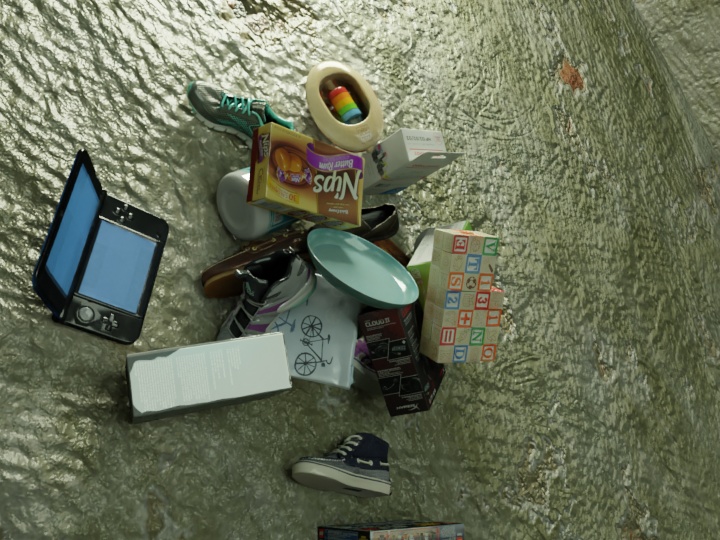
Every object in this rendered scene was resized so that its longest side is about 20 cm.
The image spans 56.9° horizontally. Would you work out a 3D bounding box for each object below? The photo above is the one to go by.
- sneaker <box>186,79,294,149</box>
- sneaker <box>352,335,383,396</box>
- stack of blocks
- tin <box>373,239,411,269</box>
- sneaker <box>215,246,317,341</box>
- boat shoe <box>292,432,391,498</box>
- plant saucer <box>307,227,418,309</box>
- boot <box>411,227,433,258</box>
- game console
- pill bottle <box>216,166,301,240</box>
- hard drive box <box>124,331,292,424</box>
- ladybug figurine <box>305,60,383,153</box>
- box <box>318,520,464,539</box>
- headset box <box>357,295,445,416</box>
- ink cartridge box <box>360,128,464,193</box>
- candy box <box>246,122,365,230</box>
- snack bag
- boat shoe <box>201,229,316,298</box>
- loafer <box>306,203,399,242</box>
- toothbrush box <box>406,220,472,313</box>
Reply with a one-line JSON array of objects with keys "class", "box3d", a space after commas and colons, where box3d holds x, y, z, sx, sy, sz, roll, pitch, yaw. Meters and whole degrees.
[{"class": "sneaker", "box3d": [-0.194, -0.268, 1.122, 0.198, 0.091, 0.079, 27, 58, -31]}, {"class": "sneaker", "box3d": [-0.007, 0.136, 1.158, 0.199, 0.072, 0.116, 33, 52, -40]}, {"class": "stack of blocks", "box3d": [0.168, 0.041, 1.062, 0.113, 0.058, 0.204, 1, 101, -26]}, {"class": "tin", "box3d": [0.048, 0.006, 1.267, 0.200, 0.042, 0.113, 43, 48, -22]}, {"class": "sneaker", "box3d": [-0.161, 0.042, 0.974, 0.077, 0.140, 0.200, 39, 82, 25]}, {"class": "boat shoe", "box3d": [-0.029, 0.306, 1.080, 0.199, 0.074, 0.094, 29, 51, -39]}, {"class": "plant saucer", "box3d": [0.000, 0.000, 1.048, 0.197, 0.028, 0.201, 26, 23, -12]}, {"class": "boot", "box3d": [0.136, 0.022, 1.267, 0.095, 0.073, 0.203, 39, 56, -30]}, {"class": "game console", "box3d": [-0.339, -0.027, 0.895, 0.169, 0.118, 0.204, 25, 60, -31]}, {"class": "pill bottle", "box3d": [-0.134, -0.130, 1.112, 0.199, 0.110, 0.112, -27, 92, -43]}, {"class": "hard drive box", "box3d": [-0.207, 0.145, 0.885, 0.196, 0.156, 0.078, -6, 78, -23]}, {"class": "ladybug figurine", "box3d": [-0.032, -0.303, 1.266, 0.134, 0.072, 0.202, -23, 76, -18]}, {"class": "box", "box3d": [0.050, 0.422, 1.052, 0.197, 0.136, 0.041, 13, 69, -37]}, {"class": "headset box", "box3d": [0.071, 0.118, 1.127, 0.149, 0.076, 0.204, -41, 116, -66]}, {"class": "ink cartridge box", "box3d": [0.087, -0.214, 1.269, 0.114, 0.199, 0.069, -7, 78, -41]}, {"class": "candy box", "box3d": [-0.081, -0.142, 1.049, 0.198, 0.056, 0.119, 13, 76, -42]}, {"class": "snack bag", "box3d": [-0.094, 0.084, 1.072, 0.196, 0.021, 0.192, 12, 62, -5]}, {"class": "boat shoe", "box3d": [-0.161, -0.013, 1.058, 0.197, 0.071, 0.071, -15, 62, -25]}, {"class": "loafer", "box3d": [-0.017, -0.081, 1.186, 0.197, 0.072, 0.074, -22, 62, -23]}, {"class": "toothbrush box", "box3d": [0.170, 0.037, 1.183, 0.146, 0.085, 0.203, -53, 128, -53]}]
